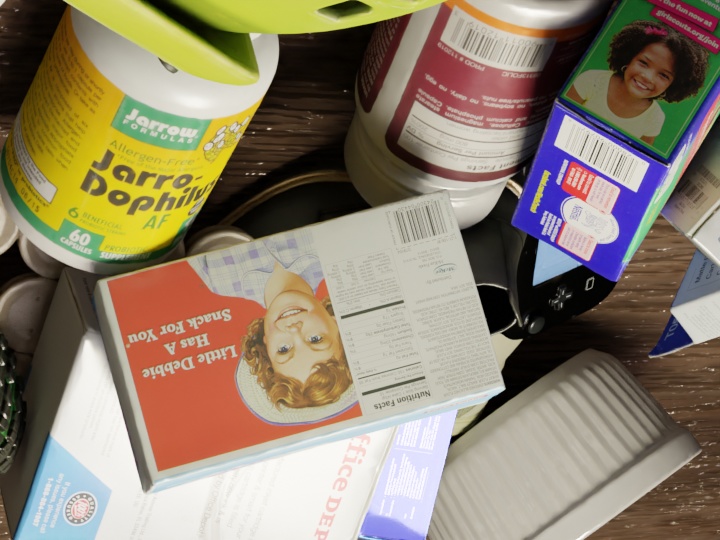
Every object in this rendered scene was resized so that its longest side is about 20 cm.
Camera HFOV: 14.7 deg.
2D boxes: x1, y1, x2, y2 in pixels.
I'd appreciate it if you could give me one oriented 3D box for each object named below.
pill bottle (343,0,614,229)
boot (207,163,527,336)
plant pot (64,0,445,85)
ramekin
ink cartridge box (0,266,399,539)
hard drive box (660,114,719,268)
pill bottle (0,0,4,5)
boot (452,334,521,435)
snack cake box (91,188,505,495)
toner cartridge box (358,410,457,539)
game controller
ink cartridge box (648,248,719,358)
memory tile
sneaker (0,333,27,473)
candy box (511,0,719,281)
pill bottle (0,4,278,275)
[{"bbox_3d":[0.063,-0.119,1.539,0.114,0.115,0.200,-8,146,-25],"label":"pill bottle"},{"bbox_3d":[0.000,0.000,1.624,0.199,0.139,0.078,-15,121,11],"label":"boot"},{"bbox_3d":[-0.062,-0.207,1.240,0.181,0.201,0.199,-29,151,21],"label":"plant pot"},{"bbox_3d":[0.129,0.142,1.951,0.200,0.105,0.200,-35,173,-5],"label":"ramekin"},{"bbox_3d":[-0.093,0.095,1.619,0.199,0.084,0.146,12,114,-21],"label":"ink cartridge box"},{"bbox_3d":[0.255,-0.092,1.614,0.077,0.156,0.200,41,96,-22],"label":"hard drive box"},{"bbox_3d":[-0.243,-0.176,1.234,0.114,0.115,0.200,-38,148,23],"label":"pill bottle"},{"bbox_3d":[0.027,0.045,1.817,0.199,0.072,0.155,-1,141,-36],"label":"boot"},{"bbox_3d":[-0.035,0.039,1.507,0.199,0.116,0.067,-14,173,-10],"label":"snack cake box"},{"bbox_3d":[0.015,0.071,1.758,0.094,0.043,0.201,10,111,-9],"label":"toner cartridge box"},{"bbox_3d":[0.130,-0.048,1.719,0.104,0.042,0.201,-16,133,-25],"label":"game controller"},{"bbox_3d":[0.261,-0.051,1.703,0.041,0.200,0.200,39,147,-19],"label":"ink cartridge box"},{"bbox_3d":[-0.166,0.027,1.618,0.199,0.017,0.154,11,115,-23],"label":"memory tile"},{"bbox_3d":[-0.267,0.043,1.557,0.085,0.078,0.200,-32,113,34],"label":"sneaker"},{"bbox_3d":[0.170,-0.117,1.524,0.201,0.077,0.169,-58,173,-20],"label":"candy box"},{"bbox_3d":[-0.109,-0.099,1.452,0.112,0.113,0.200,-3,144,-32],"label":"pill bottle"}]
